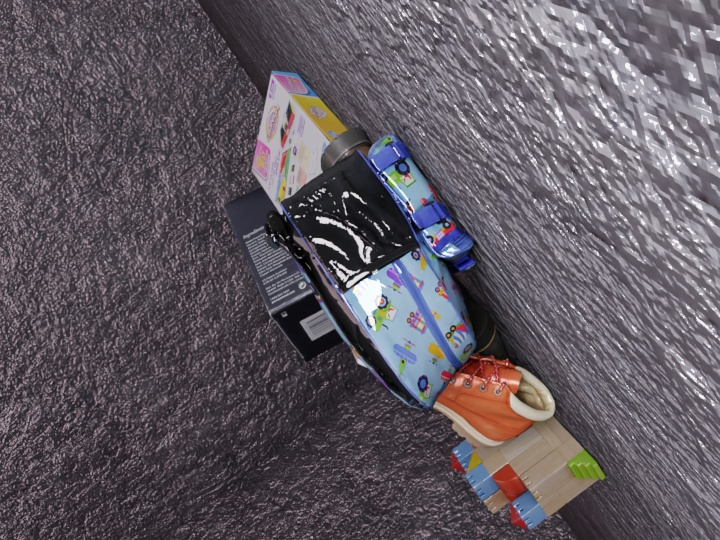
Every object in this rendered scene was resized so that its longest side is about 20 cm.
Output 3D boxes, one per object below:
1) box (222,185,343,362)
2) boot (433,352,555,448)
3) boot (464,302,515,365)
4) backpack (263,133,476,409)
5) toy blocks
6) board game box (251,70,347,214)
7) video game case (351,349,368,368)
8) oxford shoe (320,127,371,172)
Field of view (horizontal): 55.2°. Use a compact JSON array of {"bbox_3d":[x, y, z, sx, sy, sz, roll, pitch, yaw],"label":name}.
[{"bbox_3d":[-0.096,-0.001,1.040,0.201,0.117,0.197,61,176,28],"label":"box"},{"bbox_3d":[0.105,0.103,0.696,0.199,0.076,0.107,35,142,-20],"label":"boot"},{"bbox_3d":[0.093,0.102,0.826,0.199,0.078,0.139,7,147,47],"label":"boot"},{"bbox_3d":[0.031,0.010,0.586,0.201,0.134,0.183,55,180,7],"label":"backpack"},{"bbox_3d":[0.182,0.226,0.822,0.100,0.136,0.200,54,180,-26],"label":"toy blocks"},{"bbox_3d":[-0.079,-0.147,0.898,0.201,0.040,0.154,55,137,42],"label":"board game box"},{"bbox_3d":[0.073,0.130,0.896,0.180,0.024,0.200,24,180,-5],"label":"video game case"},{"bbox_3d":[0.006,-0.079,0.777,0.085,0.072,0.200,52,179,13],"label":"oxford shoe"}]
